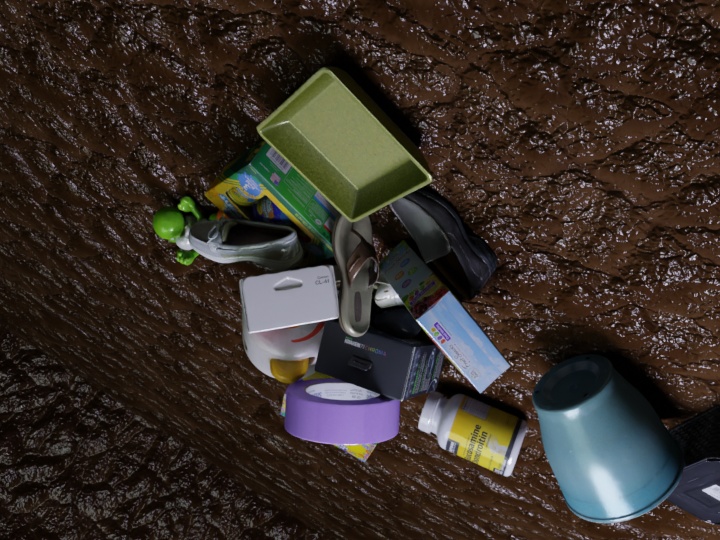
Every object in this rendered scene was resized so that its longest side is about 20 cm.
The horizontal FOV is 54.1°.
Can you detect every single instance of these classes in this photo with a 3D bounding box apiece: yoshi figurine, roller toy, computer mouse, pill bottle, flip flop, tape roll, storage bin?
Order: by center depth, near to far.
[{"bbox_3d":[0.000,0.000,1.080,0.080,0.205,0.057,-1,-178,-43],"label":"flip flop"},{"bbox_3d":[0.557,0.305,1.091,0.133,0.095,0.201,28,150,4],"label":"storage bin"},{"bbox_3d":[-0.031,0.235,1.200,0.195,0.067,0.200,2,-177,0],"label":"tape roll"},{"bbox_3d":[0.029,0.069,1.217,0.198,0.058,0.035,17,135,44],"label":"computer mouse"},{"bbox_3d":[-0.131,0.096,1.301,0.181,0.200,0.141,38,152,13],"label":"roller toy"},{"bbox_3d":[-0.315,-0.076,1.311,0.197,0.112,0.114,6,126,39],"label":"yoshi figurine"},{"bbox_3d":[0.217,0.310,1.378,0.196,0.113,0.113,20,148,17],"label":"pill bottle"}]

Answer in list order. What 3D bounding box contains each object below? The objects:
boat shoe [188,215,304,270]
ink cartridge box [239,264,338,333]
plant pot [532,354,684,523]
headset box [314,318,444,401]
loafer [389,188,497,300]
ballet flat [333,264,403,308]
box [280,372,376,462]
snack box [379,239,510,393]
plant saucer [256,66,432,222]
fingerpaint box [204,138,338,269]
[{"bbox_3d":[-0.184,-0.053,1.109,0.198,0.075,0.066,13,140,20],"label":"boat shoe"},{"bbox_3d":[-0.120,0.046,1.134,0.144,0.088,0.200,-9,180,-9],"label":"ink cartridge box"},{"bbox_3d":[0.365,0.243,1.093,0.198,0.200,0.190,-16,112,51],"label":"plant pot"},{"bbox_3d":[0.037,0.150,1.231,0.171,0.095,0.199,15,-177,23],"label":"headset box"},{"bbox_3d":[0.112,-0.041,1.005,0.199,0.073,0.073,39,148,-13],"label":"loafer"},{"bbox_3d":[0.025,0.035,1.202,0.196,0.063,0.068,8,145,33],"label":"ballet flat"},{"bbox_3d":[-0.027,0.233,1.403,0.197,0.195,0.123,28,149,5],"label":"box"},{"bbox_3d":[0.119,0.064,1.055,0.169,0.067,0.200,48,-175,-26],"label":"snack box"},{"bbox_3d":[-0.018,-0.174,0.955,0.199,0.048,0.198,42,148,-18],"label":"plant saucer"},{"bbox_3d":[-0.130,-0.099,1.134,0.200,0.074,0.165,45,147,-21],"label":"fingerpaint box"}]
